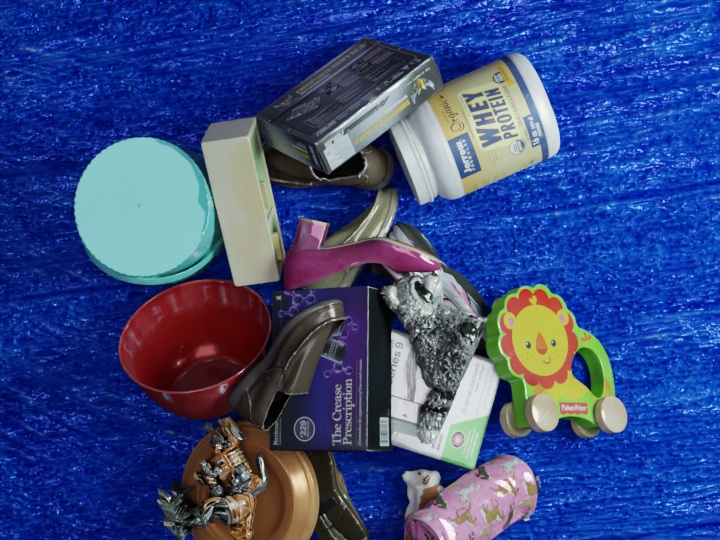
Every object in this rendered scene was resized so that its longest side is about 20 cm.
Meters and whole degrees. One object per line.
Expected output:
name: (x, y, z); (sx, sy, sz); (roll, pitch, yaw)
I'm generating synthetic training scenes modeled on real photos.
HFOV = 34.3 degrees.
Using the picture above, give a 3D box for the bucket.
bucket: (-0.274, -0.077, 1.530); (0.204, 0.135, 0.210); (0, 88, 2)

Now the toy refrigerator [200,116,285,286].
toy refrigerator: (-0.147, -0.089, 1.514); (0.069, 0.076, 0.202); (-7, 115, 7)

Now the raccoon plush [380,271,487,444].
raccoon plush: (0.069, 0.102, 1.459); (0.133, 0.097, 0.202); (23, 86, 10)

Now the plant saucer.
plant saucer: (-0.152, 0.299, 1.539); (0.198, 0.037, 0.203); (0, 89, 19)

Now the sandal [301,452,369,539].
sandal: (-0.044, 0.293, 1.553); (0.081, 0.055, 0.201); (-32, 86, 15)

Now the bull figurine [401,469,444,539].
bull figurine: (0.105, 0.362, 1.545); (0.121, 0.065, 0.200); (-42, 86, 4)

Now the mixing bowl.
mixing bowl: (-0.204, 0.119, 1.515); (0.198, 0.201, 0.109); (-9, 131, 1)

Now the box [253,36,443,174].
box: (-0.017, -0.216, 1.494); (0.199, 0.158, 0.049); (-39, 126, -18)

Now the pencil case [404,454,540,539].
pencil case: (0.143, 0.311, 1.487); (0.199, 0.086, 0.084); (-23, 123, -38)

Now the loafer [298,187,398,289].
loafer: (-0.017, -0.031, 1.552); (0.068, 0.076, 0.201); (32, 90, -4)

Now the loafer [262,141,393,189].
loafer: (-0.057, -0.149, 1.531); (0.198, 0.071, 0.074); (3, 87, 23)

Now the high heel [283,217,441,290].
high heel: (0.000, 0.000, 1.485); (0.198, 0.067, 0.097); (14, 93, 5)

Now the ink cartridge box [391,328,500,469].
ink cartridge box: (0.072, 0.162, 1.540); (0.198, 0.084, 0.148); (16, 88, 2)

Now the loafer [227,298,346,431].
loafer: (-0.076, 0.117, 1.416); (0.071, 0.073, 0.200); (48, 113, 20)

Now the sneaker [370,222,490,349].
sneaker: (0.094, 0.032, 1.558); (0.086, 0.080, 0.200); (-43, 86, 20)

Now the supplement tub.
supplement tub: (0.144, -0.180, 1.518); (0.198, 0.144, 0.146); (-24, 88, 1)

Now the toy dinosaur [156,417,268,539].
toy dinosaur: (-0.180, 0.295, 1.486); (0.134, 0.102, 0.202); (-11, 64, 2)

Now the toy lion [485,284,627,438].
toy lion: (0.247, 0.117, 1.513); (0.198, 0.068, 0.194); (7, 73, -34)

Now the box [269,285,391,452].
box: (-0.037, 0.127, 1.472); (0.140, 0.079, 0.203); (-4, 80, 27)
